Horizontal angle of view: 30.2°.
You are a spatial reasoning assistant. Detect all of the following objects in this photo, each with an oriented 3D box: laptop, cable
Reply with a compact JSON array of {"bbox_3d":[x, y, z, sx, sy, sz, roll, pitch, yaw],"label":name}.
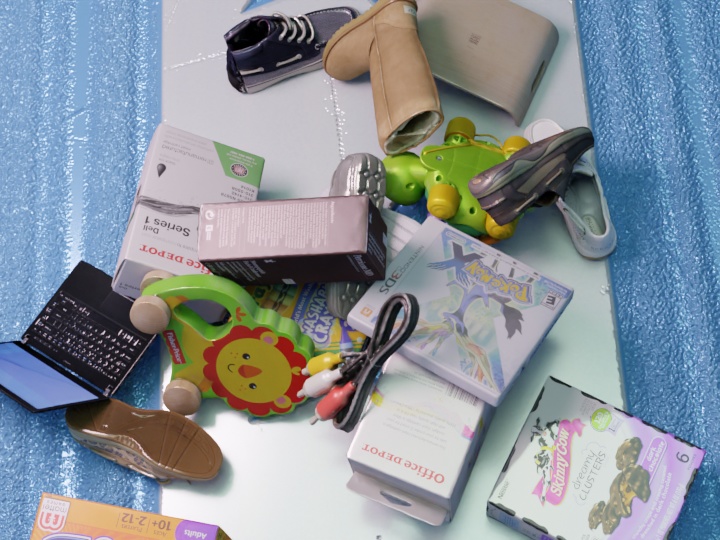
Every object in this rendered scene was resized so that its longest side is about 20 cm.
[{"bbox_3d":[-0.360,0.074,1.602,0.176,0.104,0.201,26,72,32],"label":"laptop"},{"bbox_3d":[-0.003,0.105,1.463,0.050,0.200,0.098,9,52,-32],"label":"cable"}]

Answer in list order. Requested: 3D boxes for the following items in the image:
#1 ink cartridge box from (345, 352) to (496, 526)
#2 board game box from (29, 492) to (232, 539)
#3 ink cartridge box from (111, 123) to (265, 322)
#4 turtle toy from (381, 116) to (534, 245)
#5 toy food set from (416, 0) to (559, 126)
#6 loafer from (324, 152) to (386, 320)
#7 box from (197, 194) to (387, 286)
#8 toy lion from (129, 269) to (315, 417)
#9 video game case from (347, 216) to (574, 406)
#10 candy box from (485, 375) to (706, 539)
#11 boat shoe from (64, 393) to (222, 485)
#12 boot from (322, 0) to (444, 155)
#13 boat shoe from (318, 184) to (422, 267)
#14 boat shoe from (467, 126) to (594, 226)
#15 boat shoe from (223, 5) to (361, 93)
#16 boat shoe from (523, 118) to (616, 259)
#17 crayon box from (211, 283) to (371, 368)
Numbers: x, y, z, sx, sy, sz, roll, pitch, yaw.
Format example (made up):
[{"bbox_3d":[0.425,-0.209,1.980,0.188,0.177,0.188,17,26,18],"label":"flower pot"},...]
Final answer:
[{"bbox_3d":[0.072,0.184,1.527,0.127,0.126,0.202,20,71,13],"label":"ink cartridge box"},{"bbox_3d":[-0.249,0.375,1.444,0.197,0.200,0.203,9,69,8],"label":"board game box"},{"bbox_3d":[-0.208,-0.057,1.633,0.144,0.084,0.202,17,58,-14],"label":"ink cartridge box"},{"bbox_3d":[0.119,-0.104,1.643,0.197,0.101,0.147,18,57,-1],"label":"turtle toy"},{"bbox_3d":[0.147,-0.290,1.751,0.198,0.061,0.145,25,72,6],"label":"toy food set"},{"bbox_3d":[-0.013,-0.040,1.595,0.069,0.069,0.203,18,76,-35],"label":"loafer"},{"bbox_3d":[-0.075,-0.032,1.511,0.197,0.100,0.076,-4,71,14],"label":"box"},{"bbox_3d":[-0.150,0.089,1.560,0.189,0.202,0.069,-7,35,14],"label":"toy lion"},{"bbox_3d":[0.115,0.041,1.515,0.198,0.022,0.183,28,55,19],"label":"video game case"},{"bbox_3d":[0.264,0.241,1.514,0.198,0.072,0.169,25,73,14],"label":"candy box"},{"bbox_3d":[-0.256,0.205,1.593,0.198,0.063,0.074,21,54,10],"label":"boat shoe"},{"bbox_3d":[0.022,-0.230,1.672,0.065,0.175,0.202,14,52,-34],"label":"boot"},{"bbox_3d":[0.034,-0.041,1.648,0.199,0.071,0.072,39,90,23],"label":"boat shoe"},{"bbox_3d":[0.208,-0.109,1.578,0.199,0.074,0.074,-29,98,-33],"label":"boat shoe"},{"bbox_3d":[-0.088,-0.307,1.755,0.198,0.093,0.075,-29,68,-6],"label":"boat shoe"},{"bbox_3d":[0.264,-0.114,1.656,0.070,0.069,0.202,-25,68,-4],"label":"boat shoe"},{"bbox_3d":[-0.074,0.042,1.638,0.198,0.052,0.127,21,72,14],"label":"crayon box"}]
